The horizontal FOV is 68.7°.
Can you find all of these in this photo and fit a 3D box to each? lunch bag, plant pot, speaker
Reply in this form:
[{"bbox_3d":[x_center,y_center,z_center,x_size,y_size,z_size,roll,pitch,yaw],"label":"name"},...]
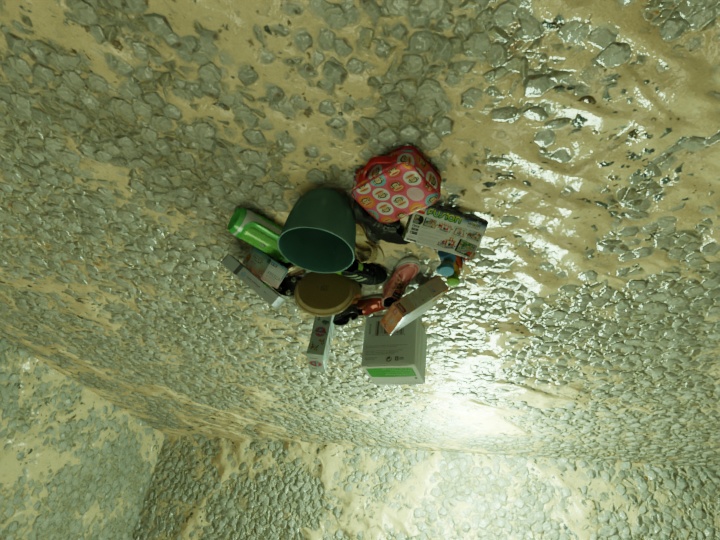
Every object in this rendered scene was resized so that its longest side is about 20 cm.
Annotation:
[{"bbox_3d":[0.077,-0.209,1.268,0.199,0.082,0.176,-20,136,37],"label":"lunch bag"},{"bbox_3d":[-0.100,-0.115,1.376,0.199,0.162,0.201,8,148,5],"label":"plant pot"},{"bbox_3d":[-0.277,-0.100,1.516,0.199,0.089,0.088,31,141,-29],"label":"speaker"}]

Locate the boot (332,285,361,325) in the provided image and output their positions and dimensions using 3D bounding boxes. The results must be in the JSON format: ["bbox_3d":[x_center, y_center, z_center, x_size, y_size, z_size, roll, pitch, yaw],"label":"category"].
[{"bbox_3d":[-0.079,0.124,1.754,0.070,0.132,0.200,29,142,-28],"label":"boot"}]

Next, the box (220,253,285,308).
[{"bbox_3d":[-0.325,0.036,1.611,0.200,0.041,0.156,41,174,4],"label":"box"}]

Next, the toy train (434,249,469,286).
[{"bbox_3d":[0.267,-0.003,1.495,0.084,0.116,0.200,-8,142,25],"label":"toy train"}]

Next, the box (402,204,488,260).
[{"bbox_3d":[0.221,-0.107,1.376,0.199,0.035,0.111,16,110,-9],"label":"box"}]

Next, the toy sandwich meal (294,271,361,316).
[{"bbox_3d":[-0.102,0.073,1.604,0.204,0.206,0.071,5,138,6],"label":"toy sandwich meal"}]

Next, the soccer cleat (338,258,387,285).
[{"bbox_3d":[0.000,0.000,1.586,0.199,0.068,0.081,15,168,-24],"label":"soccer cleat"}]

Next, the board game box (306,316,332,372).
[{"bbox_3d":[-0.138,0.240,1.879,0.064,0.201,0.148,7,146,4],"label":"board game box"}]

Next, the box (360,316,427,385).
[{"bbox_3d":[0.124,0.286,1.883,0.198,0.201,0.172,-5,146,19],"label":"box"}]

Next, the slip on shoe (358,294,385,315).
[{"bbox_3d":[0.026,0.126,1.796,0.199,0.062,0.074,-5,142,18],"label":"slip on shoe"}]

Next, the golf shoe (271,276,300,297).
[{"bbox_3d":[-0.208,0.061,1.710,0.199,0.078,0.088,25,171,3],"label":"golf shoe"}]

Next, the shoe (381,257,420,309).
[{"bbox_3d":[0.123,0.043,1.621,0.071,0.092,0.200,19,145,-15],"label":"shoe"}]

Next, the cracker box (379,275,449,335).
[{"bbox_3d":[0.166,0.107,1.629,0.058,0.199,0.134,51,148,16],"label":"cracker box"}]

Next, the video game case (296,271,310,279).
[{"bbox_3d":[-0.142,-0.020,1.656,0.199,0.022,0.182,-16,139,33],"label":"video game case"}]

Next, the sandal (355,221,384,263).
[{"bbox_3d":[0.006,-0.057,1.522,0.077,0.070,0.212,-6,143,22],"label":"sandal"}]

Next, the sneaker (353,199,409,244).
[{"bbox_3d":[0.060,-0.131,1.414,0.103,0.060,0.200,-7,147,21],"label":"sneaker"}]

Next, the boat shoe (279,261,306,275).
[{"bbox_3d":[-0.195,-0.010,1.606,0.199,0.073,0.072,-25,133,31],"label":"boat shoe"}]

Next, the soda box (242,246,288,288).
[{"bbox_3d":[-0.286,-0.014,1.567,0.063,0.069,0.200,34,178,-32],"label":"soda box"}]
